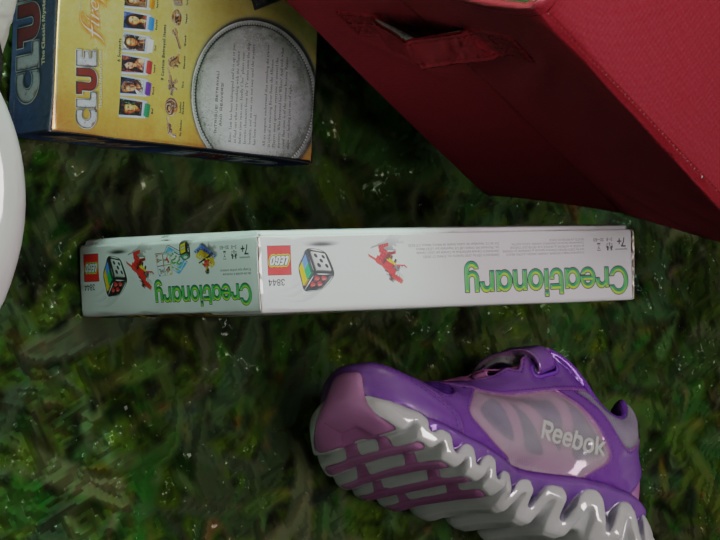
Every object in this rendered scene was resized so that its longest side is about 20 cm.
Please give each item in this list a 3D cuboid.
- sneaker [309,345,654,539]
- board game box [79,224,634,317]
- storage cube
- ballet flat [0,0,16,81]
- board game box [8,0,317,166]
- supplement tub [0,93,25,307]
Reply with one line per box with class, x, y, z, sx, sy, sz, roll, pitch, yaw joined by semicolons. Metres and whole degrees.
sneaker;0.058;0.070;1.297;0.200;0.080;0.089;26;67;-40
board game box;0.000;0.000;1.215;0.200;0.126;0.035;-2;90;-38
storage cube;0.102;-0.137;1.193;0.180;0.171;0.200;43;70;-40
ballet flat;-0.169;-0.125;1.125;0.068;0.068;0.201;-24;104;-45
board game box;-0.078;-0.150;1.215;0.135;0.035;0.201;6;86;-38
supplement tub;-0.222;-0.022;0.993;0.144;0.200;0.145;1;89;-39
